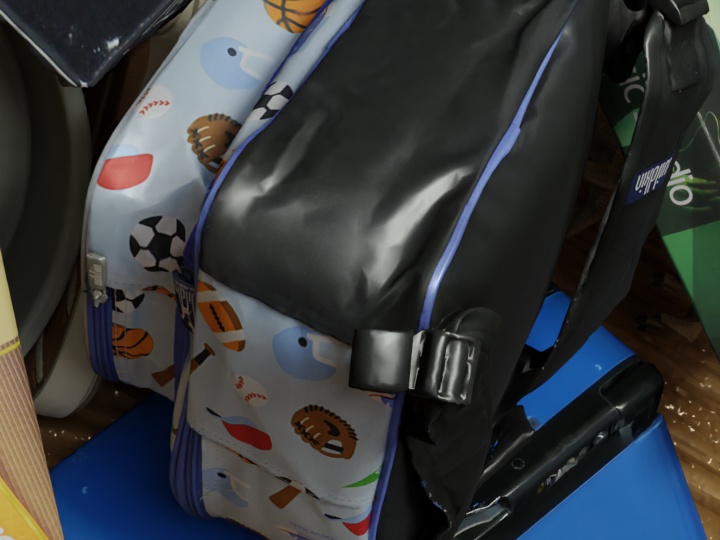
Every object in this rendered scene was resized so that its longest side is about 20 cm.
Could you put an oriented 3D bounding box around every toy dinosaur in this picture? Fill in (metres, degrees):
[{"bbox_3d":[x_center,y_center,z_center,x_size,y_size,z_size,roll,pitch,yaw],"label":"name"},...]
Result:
[{"bbox_3d":[0.128,-0.029,0.964,0.200,0.058,0.101,25,69,-15],"label":"toy dinosaur"}]

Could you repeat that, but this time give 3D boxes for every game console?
[{"bbox_3d":[0.012,0.104,0.909,0.200,0.118,0.171,-36,62,-25],"label":"game console"}]

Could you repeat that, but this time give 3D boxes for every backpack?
[{"bbox_3d":[0.000,0.000,0.795,0.154,0.191,0.200,22,50,19],"label":"backpack"}]

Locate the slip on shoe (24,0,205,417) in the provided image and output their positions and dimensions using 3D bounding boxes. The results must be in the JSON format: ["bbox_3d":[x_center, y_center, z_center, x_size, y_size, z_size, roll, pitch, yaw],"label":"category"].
[{"bbox_3d":[-0.072,-0.042,0.883,0.061,0.076,0.200,22,64,-28],"label":"slip on shoe"}]

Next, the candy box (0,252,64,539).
[{"bbox_3d":[-0.160,0.046,0.782,0.115,0.055,0.200,-16,112,-18],"label":"candy box"}]

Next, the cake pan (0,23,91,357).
[{"bbox_3d":[-0.185,-0.031,0.802,0.200,0.037,0.201,-6,109,-18],"label":"cake pan"}]

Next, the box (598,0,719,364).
[{"bbox_3d":[0.127,-0.061,0.887,0.200,0.036,0.144,62,31,-15],"label":"box"}]

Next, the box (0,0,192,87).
[{"bbox_3d":[-0.042,-0.172,0.733,0.123,0.198,0.200,44,100,-5],"label":"box"}]
